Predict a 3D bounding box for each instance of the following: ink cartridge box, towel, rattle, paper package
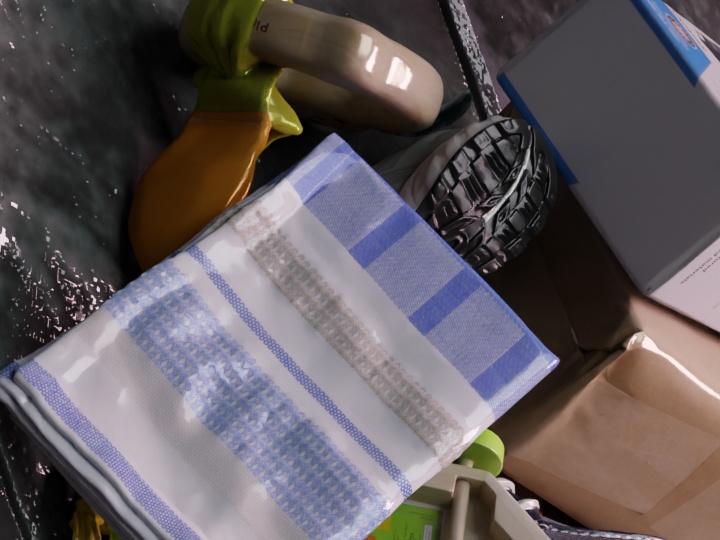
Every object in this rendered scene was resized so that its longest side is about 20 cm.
[{"bbox_3d":[0.175,-0.043,1.200,0.200,0.084,0.145,24,30,-56],"label":"ink cartridge box"},{"bbox_3d":[-0.032,0.042,1.002,0.200,0.024,0.147,-37,77,-27],"label":"towel"},{"bbox_3d":[-0.022,-0.049,1.148,0.200,0.130,0.143,48,43,-74],"label":"rattle"},{"bbox_3d":[0.129,0.040,1.232,0.200,0.103,0.191,35,24,-40],"label":"paper package"}]

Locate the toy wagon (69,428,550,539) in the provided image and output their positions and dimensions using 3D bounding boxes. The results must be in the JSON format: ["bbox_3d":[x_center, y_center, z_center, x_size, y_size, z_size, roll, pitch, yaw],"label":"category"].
[{"bbox_3d":[-0.020,0.123,1.004,0.200,0.040,0.155,11,50,-2],"label":"toy wagon"}]

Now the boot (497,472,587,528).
[{"bbox_3d":[0.096,0.182,1.190,0.166,0.072,0.200,25,50,-44],"label":"boot"}]

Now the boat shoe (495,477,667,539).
[{"bbox_3d":[0.051,0.108,1.091,0.200,0.075,0.093,3,61,-13],"label":"boat shoe"}]

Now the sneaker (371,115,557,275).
[{"bbox_3d":[0.000,0.000,1.119,0.200,0.079,0.074,-36,112,-24],"label":"sneaker"}]
